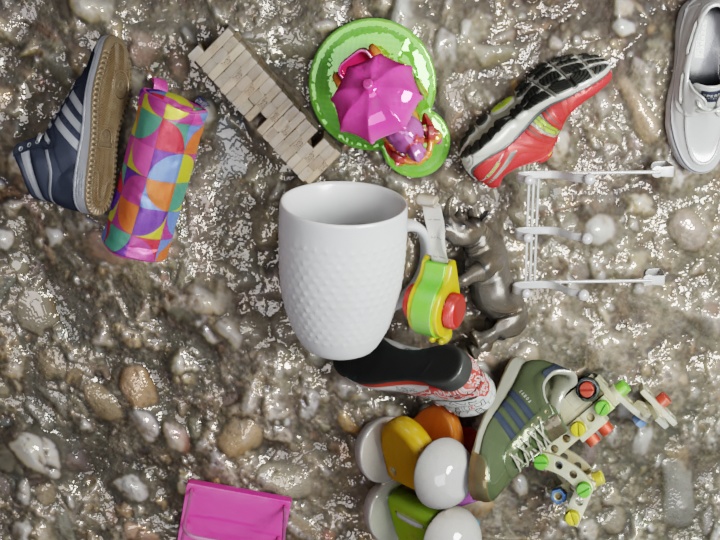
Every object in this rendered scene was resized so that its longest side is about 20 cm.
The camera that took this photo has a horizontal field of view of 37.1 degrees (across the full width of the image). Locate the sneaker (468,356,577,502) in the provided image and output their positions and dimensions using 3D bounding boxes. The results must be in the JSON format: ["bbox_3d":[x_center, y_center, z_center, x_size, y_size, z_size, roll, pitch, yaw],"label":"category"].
[{"bbox_3d":[0.197,0.184,1.259,0.089,0.201,0.068,1,136,32],"label":"sneaker"}]

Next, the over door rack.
[{"bbox_3d":[0.276,-0.046,1.243,0.197,0.067,0.150,-5,108,-13],"label":"over door rack"}]

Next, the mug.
[{"bbox_3d":[0.000,0.000,1.245,0.198,0.147,0.178,-12,117,-29],"label":"mug"}]

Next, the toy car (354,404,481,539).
[{"bbox_3d":[0.094,0.262,1.324,0.149,0.174,0.203,-19,109,-34],"label":"toy car"}]

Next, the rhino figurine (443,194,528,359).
[{"bbox_3d":[0.141,0.002,1.277,0.087,0.060,0.202,-26,106,-14],"label":"rhino figurine"}]

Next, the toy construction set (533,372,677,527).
[{"bbox_3d":[0.292,0.206,1.327,0.200,0.092,0.131,-42,79,4],"label":"toy construction set"}]

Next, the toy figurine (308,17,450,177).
[{"bbox_3d":[0.030,-0.167,1.160,0.149,0.184,0.201,-35,105,10],"label":"toy figurine"}]

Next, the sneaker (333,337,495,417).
[{"bbox_3d":[0.066,0.130,1.292,0.108,0.199,0.068,40,61,-43],"label":"sneaker"}]

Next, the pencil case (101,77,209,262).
[{"bbox_3d":[-0.236,-0.111,1.230,0.087,0.088,0.202,18,104,-6],"label":"pencil case"}]

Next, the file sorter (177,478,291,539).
[{"bbox_3d":[-0.175,0.395,1.362,0.137,0.126,0.203,11,107,-4],"label":"file sorter"}]

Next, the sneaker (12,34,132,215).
[{"bbox_3d":[-0.327,-0.169,1.214,0.107,0.070,0.203,8,89,23],"label":"sneaker"}]

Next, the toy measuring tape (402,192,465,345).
[{"bbox_3d":[0.077,0.012,1.199,0.072,0.074,0.202,-10,129,2],"label":"toy measuring tape"}]

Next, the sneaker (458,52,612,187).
[{"bbox_3d":[0.206,-0.171,1.230,0.199,0.077,0.085,-35,123,15],"label":"sneaker"}]

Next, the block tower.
[{"bbox_3d":[-0.106,-0.190,1.219,0.058,0.054,0.200,-42,104,11],"label":"block tower"}]

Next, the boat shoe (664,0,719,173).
[{"bbox_3d":[0.387,-0.205,1.214,0.072,0.065,0.203,-8,107,2],"label":"boat shoe"}]
